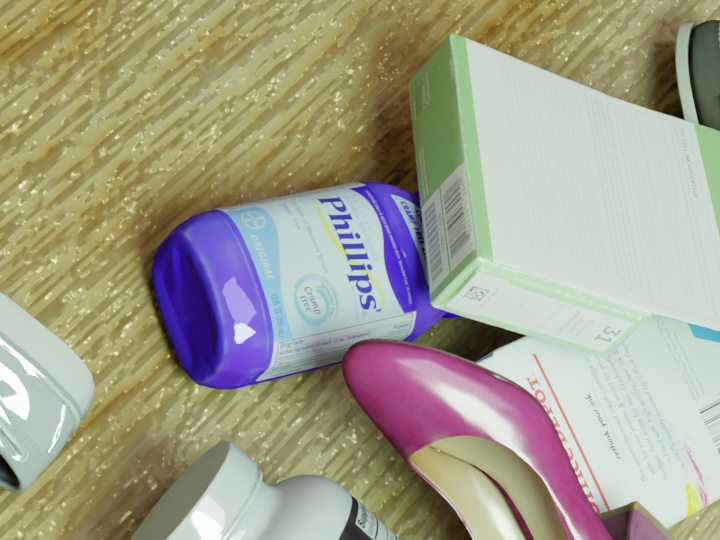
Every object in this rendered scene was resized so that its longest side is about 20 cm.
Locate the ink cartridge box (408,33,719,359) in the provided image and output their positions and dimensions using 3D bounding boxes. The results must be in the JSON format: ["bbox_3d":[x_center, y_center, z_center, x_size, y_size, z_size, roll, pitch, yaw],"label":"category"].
[{"bbox_3d":[0.123,-0.025,1.030,0.199,0.048,0.146,18,46,-26],"label":"ink cartridge box"}]

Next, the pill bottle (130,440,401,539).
[{"bbox_3d":[-0.009,0.169,0.915,0.200,0.112,0.113,42,57,-10],"label":"pill bottle"}]

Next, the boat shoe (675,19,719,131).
[{"bbox_3d":[0.217,-0.055,1.137,0.072,0.060,0.203,36,40,-52],"label":"boat shoe"}]

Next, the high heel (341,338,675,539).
[{"bbox_3d":[0.063,0.113,0.922,0.199,0.067,0.097,35,50,-16],"label":"high heel"}]

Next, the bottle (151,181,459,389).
[{"bbox_3d":[0.000,0.000,1.011,0.199,0.065,0.084,-11,72,-33],"label":"bottle"}]

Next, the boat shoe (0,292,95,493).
[{"bbox_3d":[-0.208,0.023,0.887,0.200,0.072,0.069,41,57,-21],"label":"boat shoe"}]

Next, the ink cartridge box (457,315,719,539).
[{"bbox_3d":[0.116,0.082,1.046,0.199,0.068,0.116,-22,83,-34],"label":"ink cartridge box"}]
